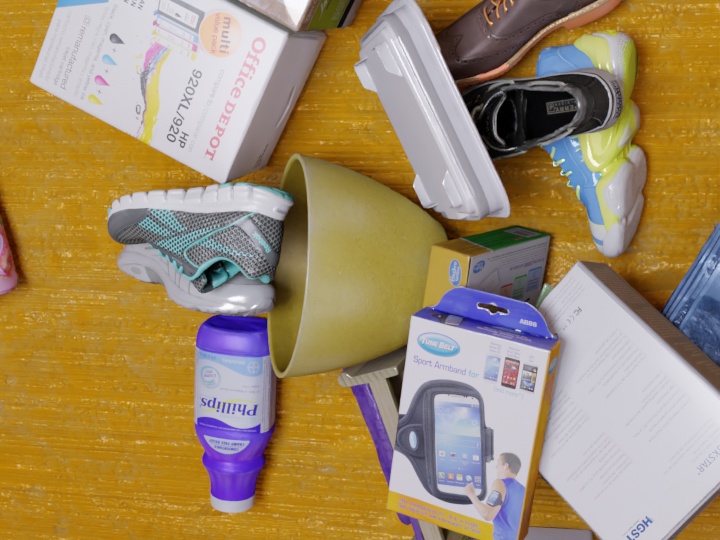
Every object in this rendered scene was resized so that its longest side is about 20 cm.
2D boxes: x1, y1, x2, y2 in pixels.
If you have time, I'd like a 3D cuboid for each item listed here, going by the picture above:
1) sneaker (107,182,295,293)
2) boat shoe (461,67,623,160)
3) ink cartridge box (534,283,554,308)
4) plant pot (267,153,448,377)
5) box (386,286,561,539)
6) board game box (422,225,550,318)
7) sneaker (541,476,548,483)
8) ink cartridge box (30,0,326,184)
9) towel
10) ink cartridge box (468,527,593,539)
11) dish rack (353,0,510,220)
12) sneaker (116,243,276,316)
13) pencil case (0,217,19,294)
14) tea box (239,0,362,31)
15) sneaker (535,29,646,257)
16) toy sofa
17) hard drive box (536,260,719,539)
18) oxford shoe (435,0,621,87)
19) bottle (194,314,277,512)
[{"bbox_3d":[-0.150,-0.025,0.892,0.199,0.077,0.092,-2,82,33],"label":"sneaker"},{"bbox_3d":[0.126,-0.132,0.859,0.199,0.063,0.071,-8,98,52],"label":"boat shoe"},{"bbox_3d":[0.246,0.090,0.936,0.199,0.059,0.104,22,105,6],"label":"ink cartridge box"},{"bbox_3d":[0.000,0.000,0.918,0.141,0.200,0.201,4,106,-15],"label":"plant pot"},{"bbox_3d":[0.091,0.118,0.822,0.118,0.041,0.201,13,109,23],"label":"box"},{"bbox_3d":[0.106,0.068,0.913,0.040,0.153,0.201,18,108,34],"label":"board game box"},{"bbox_3d":[0.228,0.203,0.968,0.074,0.082,0.200,-44,109,-12],"label":"sneaker"},{"bbox_3d":[-0.159,-0.194,0.912,0.199,0.145,0.148,28,107,4],"label":"ink cartridge box"},{"bbox_3d":[0.337,0.020,0.868,0.111,0.049,0.201,33,87,6],"label":"towel"},{"bbox_3d":[0.151,0.353,0.949,0.145,0.200,0.148,-1,103,11],"label":"ink cartridge box"},{"bbox_3d":[0.053,-0.128,0.867,0.043,0.172,0.201,-28,98,-7],"label":"dish rack"},{"bbox_3d":[-0.156,-0.019,0.966,0.199,0.078,0.100,22,99,33],"label":"sneaker"},{"bbox_3d":[-0.420,-0.064,1.035,0.087,0.087,0.201,-11,102,15],"label":"pencil case"},{"bbox_3d":[-0.085,-0.307,0.841,0.199,0.197,0.134,29,108,5],"label":"tea box"},{"bbox_3d":[0.197,-0.113,0.902,0.105,0.076,0.201,6,108,32],"label":"sneaker"},{"bbox_3d":[0.039,0.176,0.983,0.097,0.083,0.201,-15,100,27],"label":"toy sofa"},{"bbox_3d":[0.213,0.116,0.830,0.200,0.077,0.156,48,112,25],"label":"hard drive box"},{"bbox_3d":[0.128,-0.227,0.867,0.199,0.073,0.072,-29,61,12],"label":"oxford shoe"},{"bbox_3d":[-0.129,0.148,1.031,0.083,0.065,0.201,7,105,10],"label":"bottle"}]
